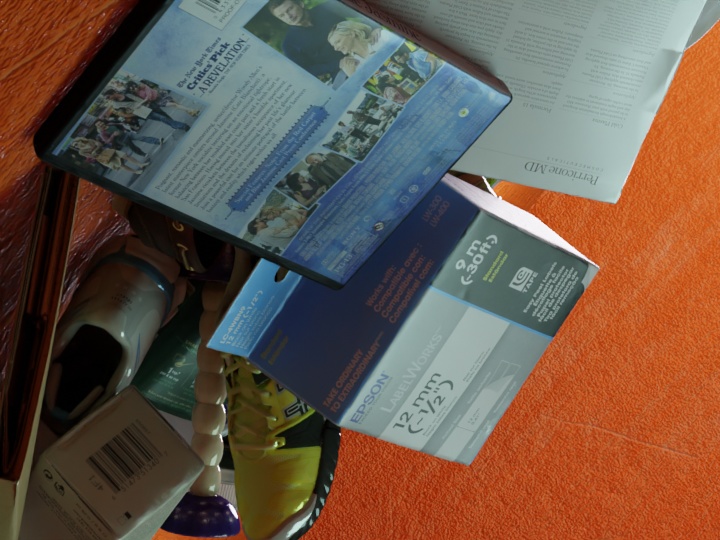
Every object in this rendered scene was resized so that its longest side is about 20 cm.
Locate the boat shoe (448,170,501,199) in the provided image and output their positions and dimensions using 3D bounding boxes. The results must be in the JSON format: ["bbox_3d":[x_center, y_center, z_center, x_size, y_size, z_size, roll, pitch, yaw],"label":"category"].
[{"bbox_3d":[0.000,0.000,1.282,0.199,0.068,0.072,-27,-176,12],"label":"boat shoe"}]

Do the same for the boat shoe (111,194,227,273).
[{"bbox_3d":[-0.083,-0.063,1.110,0.070,0.070,0.200,-42,171,-23],"label":"boat shoe"}]

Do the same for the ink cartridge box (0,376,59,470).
[{"bbox_3d":[-0.246,0.135,1.235,0.117,0.067,0.200,-42,172,-28],"label":"ink cartridge box"}]

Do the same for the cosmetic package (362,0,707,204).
[{"bbox_3d":[0.065,-0.125,1.050,0.052,0.198,0.152,-112,-142,-56],"label":"cosmetic package"}]

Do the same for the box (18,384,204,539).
[{"bbox_3d":[-0.169,0.156,1.237,0.082,0.068,0.200,-38,171,-40],"label":"box"}]

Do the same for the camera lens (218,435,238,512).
[{"bbox_3d":[-0.091,0.093,1.556,0.160,0.160,0.200,-45,173,-15],"label":"camera lens"}]

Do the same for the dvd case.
[{"bbox_3d":[-0.039,-0.073,0.998,0.199,0.018,0.143,24,118,-39],"label":"dvd case"}]

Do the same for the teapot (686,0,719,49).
[{"bbox_3d":[0.144,-0.222,1.225,0.199,0.146,0.198,-35,143,-28],"label":"teapot"}]

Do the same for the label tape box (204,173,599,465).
[{"bbox_3d":[0.028,0.020,1.146,0.199,0.066,0.144,21,105,-53],"label":"label tape box"}]

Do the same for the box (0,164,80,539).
[{"bbox_3d":[-0.173,0.059,1.071,0.200,0.021,0.165,119,-21,-66],"label":"box"}]

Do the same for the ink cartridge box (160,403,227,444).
[{"bbox_3d":[-0.076,0.053,1.439,0.199,0.100,0.039,-22,174,-14],"label":"ink cartridge box"}]

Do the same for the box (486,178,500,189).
[{"bbox_3d":[0.012,-0.061,1.421,0.199,0.035,0.110,-2,-146,50],"label":"box"}]

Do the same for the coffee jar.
[{"bbox_3d":[-0.079,-0.002,1.336,0.200,0.086,0.104,-48,138,14],"label":"coffee jar"}]

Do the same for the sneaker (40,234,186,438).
[{"bbox_3d":[-0.174,0.071,1.243,0.201,0.075,0.087,-62,-179,38],"label":"sneaker"}]

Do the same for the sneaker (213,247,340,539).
[{"bbox_3d":[-0.057,0.059,1.204,0.075,0.202,0.076,-7,166,42],"label":"sneaker"}]

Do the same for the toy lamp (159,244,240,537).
[{"bbox_3d":[-0.089,0.057,1.257,0.058,0.058,0.202,-12,108,-78],"label":"toy lamp"}]
